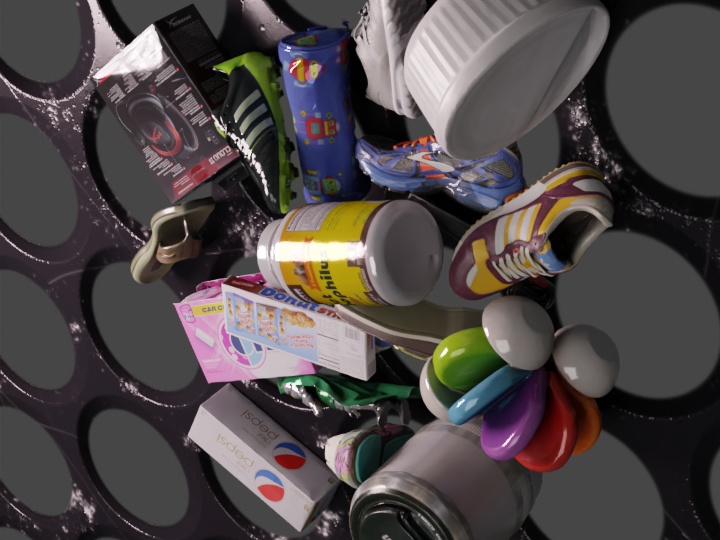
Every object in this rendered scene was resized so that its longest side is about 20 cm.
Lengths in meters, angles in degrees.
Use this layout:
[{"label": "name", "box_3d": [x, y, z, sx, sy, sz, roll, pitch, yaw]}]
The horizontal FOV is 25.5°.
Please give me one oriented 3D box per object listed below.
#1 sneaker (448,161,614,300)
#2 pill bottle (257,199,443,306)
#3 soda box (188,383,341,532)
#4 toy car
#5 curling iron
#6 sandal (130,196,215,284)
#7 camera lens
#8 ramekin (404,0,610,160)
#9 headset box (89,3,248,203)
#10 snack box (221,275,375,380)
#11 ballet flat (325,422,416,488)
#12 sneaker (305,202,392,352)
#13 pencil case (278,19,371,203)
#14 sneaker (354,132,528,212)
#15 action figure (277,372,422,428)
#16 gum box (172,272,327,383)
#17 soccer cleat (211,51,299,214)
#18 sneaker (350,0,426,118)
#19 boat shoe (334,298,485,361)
[{"label": "sneaker", "box_3d": [0.167, -0.023, 1.592, 0.075, 0.090, 0.200, 34, 118, -27]}, {"label": "pill bottle", "box_3d": [-0.016, -0.018, 1.676, 0.199, 0.109, 0.110, 0, 115, 46]}, {"label": "soda box", "box_3d": [-0.124, 0.240, 2.047, 0.200, 0.064, 0.068, 38, 133, 14]}, {"label": "toy car", "box_3d": [0.166, 0.135, 1.657, 0.199, 0.150, 0.175, 23, 136, -25]}, {"label": "curling iron", "box_3d": [0.127, -0.017, 1.671, 0.200, 0.050, 0.026, 39, 178, -15]}, {"label": "sandal", "box_3d": [-0.223, -0.031, 1.952, 0.057, 0.080, 0.201, 61, 147, 17]}, {"label": "camera lens", "box_3d": [0.095, 0.262, 1.789, 0.159, 0.200, 0.161, 19, 126, 29]}, {"label": "ramekin", "box_3d": [0.130, -0.205, 1.494, 0.094, 0.202, 0.203, 51, 136, 21]}, {"label": "headset box", "box_3d": [-0.201, -0.183, 1.847, 0.148, 0.075, 0.200, -30, 95, 45]}, {"label": "snack box", "box_3d": [-0.073, 0.065, 1.835, 0.199, 0.024, 0.072, 17, 128, 27]}, {"label": "ballet flat", "box_3d": [0.003, 0.209, 1.841, 0.071, 0.200, 0.069, 11, 96, 22]}, {"label": "sneaker", "box_3d": [0.000, 0.000, 1.807, 0.077, 0.076, 0.200, -15, 115, 36]}, {"label": "pencil case", "box_3d": [-0.037, -0.170, 1.723, 0.078, 0.087, 0.201, -3, 118, 11]}, {"label": "sneaker", "box_3d": [0.087, -0.121, 1.668, 0.199, 0.075, 0.079, 12, 114, 24]}, {"label": "action figure", "box_3d": [-0.029, 0.149, 1.899, 0.200, 0.118, 0.055, 10, 95, 45]}, {"label": "gum box", "box_3d": [-0.129, 0.068, 1.946, 0.199, 0.066, 0.114, -9, 111, 41]}, {"label": "soccer cleat", "box_3d": [-0.117, -0.147, 1.743, 0.081, 0.201, 0.068, -13, 155, 5]}, {"label": "sneaker", "box_3d": [0.020, -0.251, 1.629, 0.082, 0.075, 0.201, 12, 123, 31]}, {"label": "boat shoe", "box_3d": [0.063, 0.065, 1.754, 0.199, 0.072, 0.060, 14, 136, -2]}]
